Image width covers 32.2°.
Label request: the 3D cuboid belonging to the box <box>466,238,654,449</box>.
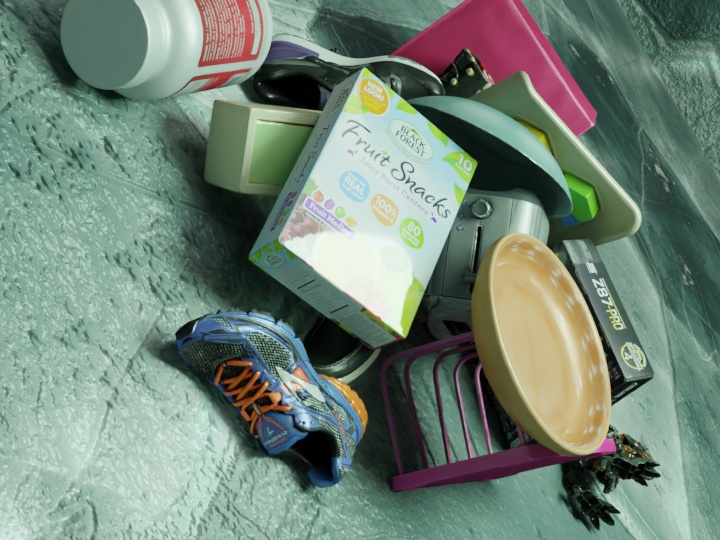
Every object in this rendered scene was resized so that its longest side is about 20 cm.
[{"bbox_3d":[0.199,0.086,1.305,0.049,0.200,0.162,-5,62,-35],"label":"box"}]

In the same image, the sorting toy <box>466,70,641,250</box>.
[{"bbox_3d":[0.169,-0.095,1.290,0.200,0.185,0.036,49,60,-12],"label":"sorting toy"}]

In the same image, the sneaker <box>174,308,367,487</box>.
[{"bbox_3d":[-0.065,0.100,0.972,0.200,0.075,0.079,39,35,-31],"label":"sneaker"}]

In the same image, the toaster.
[{"bbox_3d":[0.122,-0.002,1.227,0.200,0.113,0.130,51,48,-75],"label":"toaster"}]

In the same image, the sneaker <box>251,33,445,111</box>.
[{"bbox_3d":[-0.014,-0.178,1.278,0.199,0.076,0.088,11,33,0],"label":"sneaker"}]

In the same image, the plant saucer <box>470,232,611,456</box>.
[{"bbox_3d":[0.154,0.066,1.081,0.200,0.037,0.201,35,44,-42],"label":"plant saucer"}]

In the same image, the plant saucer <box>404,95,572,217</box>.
[{"bbox_3d":[0.123,-0.119,1.199,0.201,0.039,0.201,31,-8,5],"label":"plant saucer"}]

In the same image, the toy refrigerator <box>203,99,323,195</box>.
[{"bbox_3d":[-0.037,-0.107,1.144,0.200,0.070,0.076,2,102,-39],"label":"toy refrigerator"}]

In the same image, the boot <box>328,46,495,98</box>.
[{"bbox_3d":[0.062,-0.193,1.368,0.200,0.150,0.073,51,16,-17],"label":"boot"}]

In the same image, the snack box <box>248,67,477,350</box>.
[{"bbox_3d":[0.007,-0.054,1.072,0.142,0.053,0.200,38,56,-21],"label":"snack box"}]

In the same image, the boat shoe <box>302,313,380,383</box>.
[{"bbox_3d":[-0.007,0.030,1.109,0.200,0.072,0.068,-53,143,-47],"label":"boat shoe"}]

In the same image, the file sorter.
[{"bbox_3d":[0.127,0.127,1.172,0.200,0.139,0.126,9,66,-57],"label":"file sorter"}]

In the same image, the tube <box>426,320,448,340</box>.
[{"bbox_3d":[0.101,0.005,1.393,0.200,0.052,0.058,-82,179,-61],"label":"tube"}]

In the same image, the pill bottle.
[{"bbox_3d":[-0.166,-0.207,1.078,0.112,0.112,0.200,59,26,1],"label":"pill bottle"}]

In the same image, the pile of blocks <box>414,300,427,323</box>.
[{"bbox_3d":[0.000,0.000,1.225,0.062,0.082,0.200,23,-14,43],"label":"pile of blocks"}]

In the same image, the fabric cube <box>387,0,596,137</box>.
[{"bbox_3d":[0.148,-0.210,1.501,0.200,0.196,0.200,55,15,-3],"label":"fabric cube"}]

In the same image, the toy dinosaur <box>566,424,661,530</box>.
[{"bbox_3d":[0.264,0.212,1.431,0.199,0.102,0.136,5,33,-18],"label":"toy dinosaur"}]
